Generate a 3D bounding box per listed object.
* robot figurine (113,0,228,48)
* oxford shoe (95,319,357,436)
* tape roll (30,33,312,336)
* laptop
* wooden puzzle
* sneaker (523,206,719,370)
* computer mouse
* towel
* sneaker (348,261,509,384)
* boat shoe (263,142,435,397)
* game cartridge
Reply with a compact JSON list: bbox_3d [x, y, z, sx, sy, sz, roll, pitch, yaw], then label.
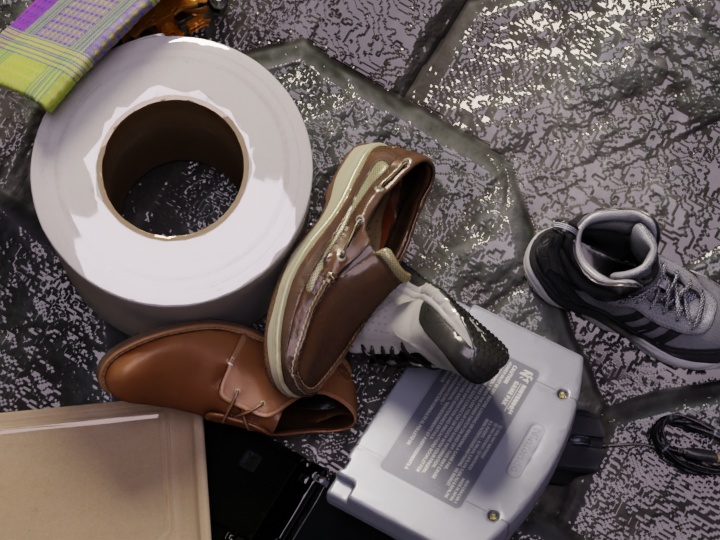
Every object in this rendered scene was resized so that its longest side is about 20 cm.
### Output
[{"bbox_3d":[-0.192,-0.257,1.160,0.144,0.058,0.201,-28,78,-10],"label":"robot figurine"},{"bbox_3d":[-0.090,0.084,1.036,0.198,0.072,0.072,4,39,-23],"label":"oxford shoe"},{"bbox_3d":[-0.136,-0.055,1.071,0.200,0.139,0.205,1,76,-4],"label":"tape roll"},{"bbox_3d":[-0.075,0.228,1.069,0.199,0.103,0.178,24,73,29],"label":"laptop"},{"bbox_3d":[-0.206,0.185,1.039,0.198,0.037,0.187,-8,59,0],"label":"wooden puzzle"},{"bbox_3d":[0.224,0.014,1.089,0.198,0.114,0.076,22,76,2],"label":"sneaker"},{"bbox_3d":[0.194,0.134,1.098,0.198,0.034,0.059,1,75,-4],"label":"computer mouse"},{"bbox_3d":[-0.190,-0.198,1.058,0.200,0.023,0.143,-47,38,-17],"label":"towel"},{"bbox_3d":[0.038,0.047,1.048,0.080,0.200,0.074,-49,118,-3],"label":"sneaker"},{"bbox_3d":[-0.003,-0.003,1.019,0.074,0.075,0.204,6,67,38],"label":"boat shoe"},{"bbox_3d":[0.080,0.121,1.051,0.132,0.042,0.200,28,56,13],"label":"game cartridge"}]
